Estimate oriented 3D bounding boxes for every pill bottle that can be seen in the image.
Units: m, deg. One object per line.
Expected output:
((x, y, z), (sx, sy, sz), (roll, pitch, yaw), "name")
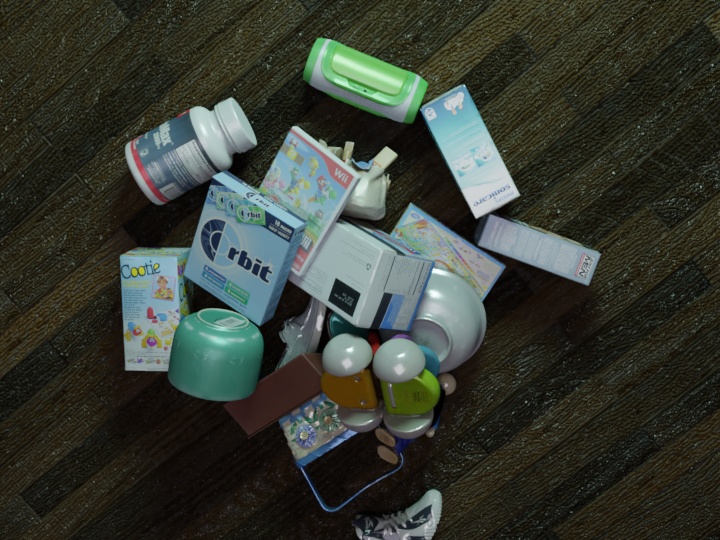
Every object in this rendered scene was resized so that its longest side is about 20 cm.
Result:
((-0.283, -0.206, 1.527), (0.199, 0.120, 0.120), (-27, 98, 6), "pill bottle")

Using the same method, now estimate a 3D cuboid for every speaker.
((0.008, -0.317, 1.511), (0.199, 0.088, 0.089), (22, 101, -1), "speaker")

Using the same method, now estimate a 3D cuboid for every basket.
((-0.043, 0.305, 1.598), (0.176, 0.139, 0.200), (-36, 90, 9), "basket")

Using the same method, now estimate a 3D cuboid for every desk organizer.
((-0.137, 0.202, 1.565), (0.200, 0.072, 0.077), (-34, 103, 25), "desk organizer")

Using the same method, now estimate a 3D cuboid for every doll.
((0.105, 0.242, 1.568), (0.048, 0.200, 0.137), (19, 131, 35), "doll")

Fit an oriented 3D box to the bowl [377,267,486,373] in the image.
((0.115, 0.103, 1.553), (0.200, 0.090, 0.202), (5, 115, 10), "bowl")

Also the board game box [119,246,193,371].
((-0.354, 0.066, 1.587), (0.104, 0.103, 0.202), (1, 101, 4), "board game box")

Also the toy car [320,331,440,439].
((0.041, 0.166, 1.466), (0.199, 0.150, 0.176), (3, 126, 23), "toy car")

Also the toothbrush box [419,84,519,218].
((0.178, -0.199, 1.494), (0.085, 0.146, 0.201), (-28, 99, 8), "toothbrush box")

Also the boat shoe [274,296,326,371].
((-0.111, 0.122, 1.603), (0.071, 0.070, 0.202), (17, 104, -6), "boat shoe")

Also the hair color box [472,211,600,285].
((0.297, -0.042, 1.540), (0.199, 0.099, 0.061), (20, 100, -1), "hair color box")

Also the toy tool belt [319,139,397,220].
((-0.043, -0.164, 1.534), (0.199, 0.125, 0.124), (11, 80, 14), "toy tool belt")

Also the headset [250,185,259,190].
((-0.201, -0.045, 1.565), (0.123, 0.094, 0.201), (2, 117, 3), "headset")

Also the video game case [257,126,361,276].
((-0.102, -0.111, 1.472), (0.143, 0.017, 0.201), (39, 113, 15), "video game case")

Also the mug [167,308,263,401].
((-0.241, 0.126, 1.510), (0.151, 0.185, 0.115), (6, 107, -20), "mug")

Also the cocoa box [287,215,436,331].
((0.000, 0.000, 1.497), (0.131, 0.200, 0.134), (10, 105, -43), "cocoa box")

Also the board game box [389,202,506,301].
((0.135, -0.008, 1.586), (0.199, 0.034, 0.135), (33, 100, -4), "board game box")

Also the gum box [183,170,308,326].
((-0.194, -0.035, 1.494), (0.169, 0.045, 0.201), (32, 120, 15), "gum box")

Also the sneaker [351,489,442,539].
((0.054, 0.467, 1.652), (0.129, 0.080, 0.200), (28, 110, -11), "sneaker")

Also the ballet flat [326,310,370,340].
((0.007, 0.151, 1.603), (0.072, 0.072, 0.201), (-39, 96, 9), "ballet flat")
